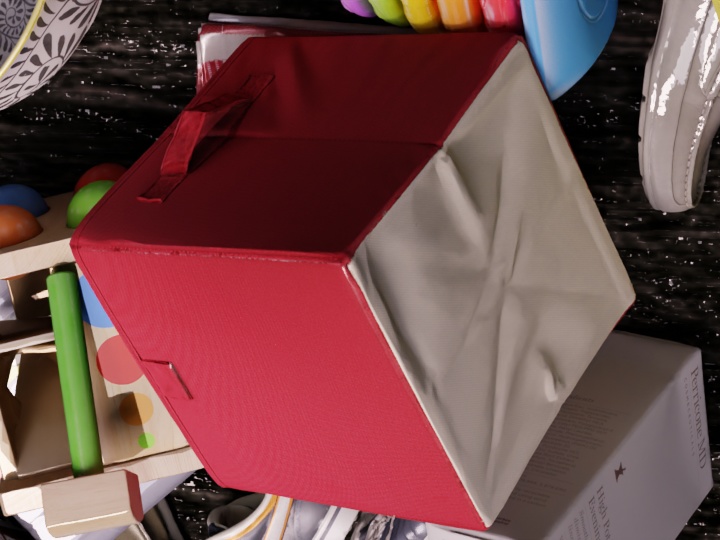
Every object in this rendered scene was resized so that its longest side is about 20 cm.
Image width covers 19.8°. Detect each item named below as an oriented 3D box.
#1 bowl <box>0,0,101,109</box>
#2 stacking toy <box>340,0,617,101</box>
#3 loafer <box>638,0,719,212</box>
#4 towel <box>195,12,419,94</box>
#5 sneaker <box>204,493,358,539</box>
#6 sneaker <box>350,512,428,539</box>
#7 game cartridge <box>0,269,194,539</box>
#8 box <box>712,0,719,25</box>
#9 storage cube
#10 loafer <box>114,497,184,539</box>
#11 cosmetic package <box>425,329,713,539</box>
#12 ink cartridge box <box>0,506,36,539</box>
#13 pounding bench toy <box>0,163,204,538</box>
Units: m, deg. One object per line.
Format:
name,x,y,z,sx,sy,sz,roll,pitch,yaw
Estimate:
bowl,-0.192,-0.159,1.051,0.200,0.094,0.202,-6,80,36
stacking toy,0.024,-0.161,1.037,0.199,0.116,0.110,6,129,24
loafer,0.183,-0.117,1.038,0.069,0.070,0.201,13,123,13
towel,-0.019,-0.045,1.151,0.143,0.023,0.201,5,122,7
sneaker,-0.073,0.196,1.270,0.079,0.078,0.201,27,101,-3
sneaker,0.068,0.155,1.174,0.129,0.080,0.199,21,162,-3
game cartridge,-0.186,0.066,1.216,0.133,0.041,0.200,-41,103,1
box,0.230,-0.088,1.013,0.075,0.050,0.200,-41,132,-14
storage cube,0.000,0.000,1.017,0.179,0.171,0.201,5,134,40
loafer,-0.149,0.183,1.289,0.075,0.070,0.200,-27,113,25
cosmetic package,0.119,0.126,1.118,0.074,0.200,0.102,11,126,33
ink cartridge box,-0.294,0.142,1.217,0.084,0.175,0.200,-52,138,2
pounding bench toy,-0.147,0.036,1.092,0.124,0.200,0.157,-13,105,-2
